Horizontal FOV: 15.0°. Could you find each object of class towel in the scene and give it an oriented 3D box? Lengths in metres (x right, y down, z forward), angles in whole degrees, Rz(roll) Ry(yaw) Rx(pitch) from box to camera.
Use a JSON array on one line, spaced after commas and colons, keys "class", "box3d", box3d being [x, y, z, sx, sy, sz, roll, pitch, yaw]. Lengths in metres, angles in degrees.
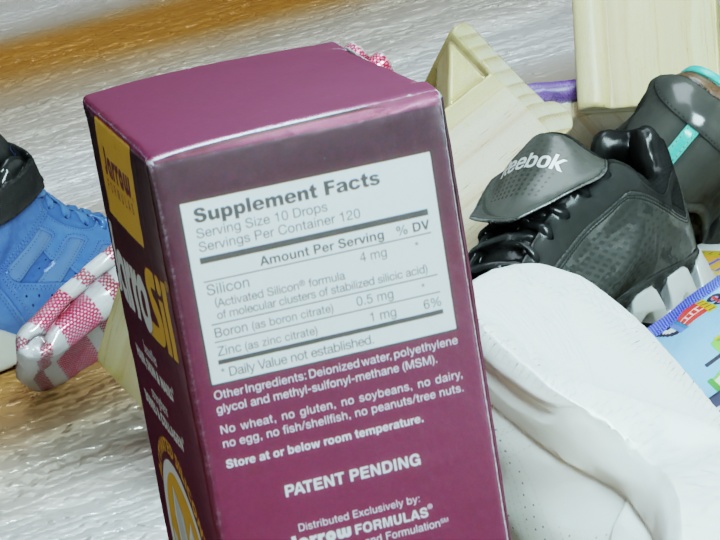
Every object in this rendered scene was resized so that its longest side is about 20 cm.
[{"class": "towel", "box3d": [-0.069, -0.016, 1.182, 0.200, 0.030, 0.146, -41, -4, -9]}]

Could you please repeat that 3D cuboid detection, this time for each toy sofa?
[{"class": "toy sofa", "box3d": [0.134, -0.093, 1.282, 0.097, 0.083, 0.200, -4, -12, 16]}, {"class": "toy sofa", "box3d": [0.000, 0.000, 1.096, 0.200, 0.098, 0.083, -38, -12, -29]}]

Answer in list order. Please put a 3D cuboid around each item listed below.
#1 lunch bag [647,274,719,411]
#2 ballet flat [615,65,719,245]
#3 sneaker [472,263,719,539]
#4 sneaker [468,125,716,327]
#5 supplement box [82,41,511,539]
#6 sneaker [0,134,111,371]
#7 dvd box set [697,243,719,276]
[{"class": "lunch bag", "box3d": [0.164, 0.050, 0.887, 0.199, 0.094, 0.151, -25, 30, -10]}, {"class": "ballet flat", "box3d": [0.125, -0.032, 1.190, 0.069, 0.068, 0.200, -51, -12, -10]}, {"class": "sneaker", "box3d": [0.089, 0.089, 0.788, 0.075, 0.089, 0.200, -12, 45, -33]}, {"class": "sneaker", "box3d": [0.063, -0.001, 1.010, 0.066, 0.091, 0.200, 1, 20, 38]}, {"class": "supplement box", "box3d": [-0.015, 0.044, 0.796, 0.085, 0.201, 0.110, -13, 15, -12]}, {"class": "sneaker", "box3d": [-0.149, -0.024, 1.316, 0.199, 0.112, 0.077, -20, 17, -32]}, {"class": "dvd box set", "box3d": [0.130, 0.035, 1.064, 0.199, 0.030, 0.146, -24, 20, -40]}]
